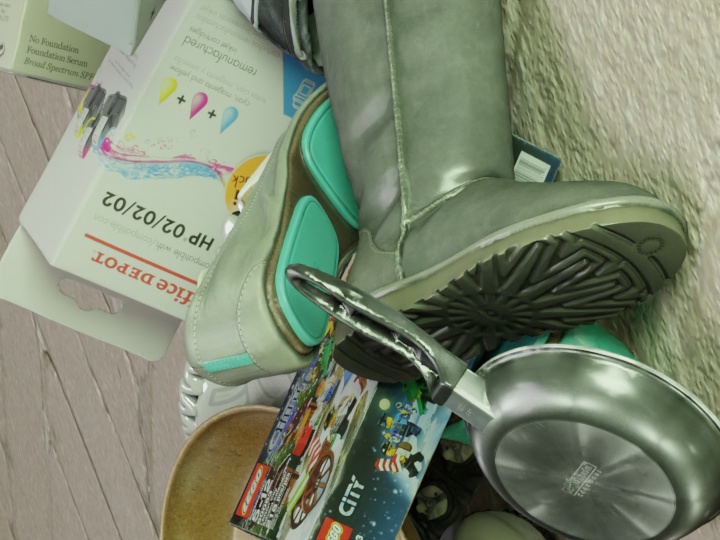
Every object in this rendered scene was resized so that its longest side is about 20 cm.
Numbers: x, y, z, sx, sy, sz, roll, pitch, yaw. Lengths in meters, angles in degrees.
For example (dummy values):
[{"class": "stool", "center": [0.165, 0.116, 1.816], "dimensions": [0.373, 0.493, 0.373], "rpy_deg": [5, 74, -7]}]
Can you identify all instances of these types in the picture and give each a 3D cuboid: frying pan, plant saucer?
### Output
[{"class": "frying pan", "center": [0.066, 0.050, 1.156], "dimensions": [0.190, 0.031, 0.115], "rpy_deg": [41, 139, -21]}, {"class": "plant saucer", "center": [-0.022, 0.159, 1.439], "dimensions": [0.200, 0.035, 0.201], "rpy_deg": [18, 115, 45]}]

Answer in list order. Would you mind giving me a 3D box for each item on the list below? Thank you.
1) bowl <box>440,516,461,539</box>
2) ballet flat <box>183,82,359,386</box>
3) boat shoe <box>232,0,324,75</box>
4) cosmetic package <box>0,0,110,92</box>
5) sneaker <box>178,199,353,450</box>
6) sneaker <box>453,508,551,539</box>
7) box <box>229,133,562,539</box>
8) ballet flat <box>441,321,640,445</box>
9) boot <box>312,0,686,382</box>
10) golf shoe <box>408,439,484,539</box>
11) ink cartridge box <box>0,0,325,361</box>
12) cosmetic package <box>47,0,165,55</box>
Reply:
[{"class": "bowl", "center": [-0.022, 0.096, 1.632], "dimensions": [0.201, 0.090, 0.202], "rpy_deg": [165, 90, -76]}, {"class": "ballet flat", "center": [-0.032, -0.021, 1.282], "dimensions": [0.068, 0.063, 0.200], "rpy_deg": [58, -151, -22]}, {"class": "boat shoe", "center": [-0.013, -0.172, 1.347], "dimensions": [0.068, 0.073, 0.200], "rpy_deg": [49, 141, 28]}, {"class": "cosmetic package", "center": [-0.143, -0.197, 1.574], "dimensions": [0.071, 0.105, 0.201], "rpy_deg": [15, 94, 49]}, {"class": "sneaker", "center": [-0.036, 0.046, 1.452], "dimensions": [0.081, 0.075, 0.201], "rpy_deg": [46, 143, 29]}, {"class": "sneaker", "center": [0.068, 0.197, 1.395], "dimensions": [0.071, 0.093, 0.200], "rpy_deg": [91, 157, -48]}, {"class": "box", "center": [0.013, 0.035, 1.309], "dimensions": [0.201, 0.038, 0.137], "rpy_deg": [-66, 15, -6]}, {"class": "ballet flat", "center": [0.071, 0.055, 1.292], "dimensions": [0.070, 0.067, 0.200], "rpy_deg": [37, 169, -12]}, {"class": "boot", "center": [0.051, -0.069, 1.218], "dimensions": [0.072, 0.181, 0.201], "rpy_deg": [36, -133, -43]}, {"class": "golf shoe", "center": [0.012, 0.118, 1.504], "dimensions": [0.077, 0.088, 0.200], "rpy_deg": [46, 121, 13]}, {"class": "ink cartridge box", "center": [-0.092, -0.044, 1.506], "dimensions": [0.201, 0.115, 0.068], "rpy_deg": [-61, 29, 10]}, {"class": "cosmetic package", "center": [-0.072, -0.217, 1.328], "dimensions": [0.051, 0.201, 0.151], "rpy_deg": [25, 154, 7]}]
